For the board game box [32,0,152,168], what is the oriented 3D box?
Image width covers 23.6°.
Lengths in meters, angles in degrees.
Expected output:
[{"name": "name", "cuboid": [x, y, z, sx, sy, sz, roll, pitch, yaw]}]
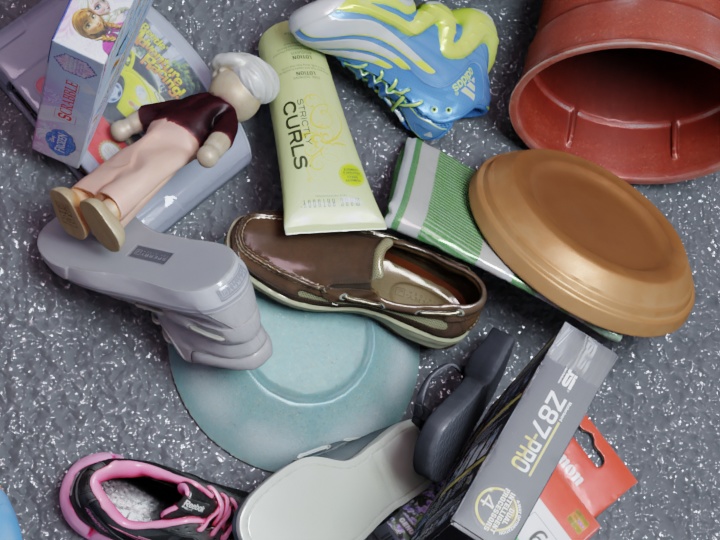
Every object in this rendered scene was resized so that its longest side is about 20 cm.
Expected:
[{"name": "board game box", "cuboid": [-0.172, -0.198, 1.226, 0.041, 0.200, 0.201, 23, 68, -7]}]

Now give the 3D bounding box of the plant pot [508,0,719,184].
[{"name": "plant pot", "cuboid": [0.227, -0.205, 1.386, 0.199, 0.201, 0.197, 14, 63, -11]}]

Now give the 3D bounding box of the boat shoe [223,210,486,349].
[{"name": "boat shoe", "cuboid": [0.001, -0.006, 1.277, 0.201, 0.075, 0.075, 16, 63, -16]}]

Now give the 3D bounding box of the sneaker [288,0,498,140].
[{"name": "sneaker", "cuboid": [0.035, -0.159, 1.352, 0.199, 0.076, 0.106, -2, 79, -36]}]

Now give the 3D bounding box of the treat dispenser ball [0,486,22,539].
[{"name": "treat dispenser ball", "cuboid": [-0.316, 0.196, 1.106, 0.199, 0.201, 0.203, 4, 73, -14]}]

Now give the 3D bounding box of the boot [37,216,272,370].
[{"name": "boot", "cuboid": [-0.151, 0.019, 1.256, 0.199, 0.096, 0.074, 19, 51, 39]}]

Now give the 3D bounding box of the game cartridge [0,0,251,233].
[{"name": "game cartridge", "cuboid": [-0.182, -0.132, 1.329, 0.133, 0.041, 0.200, -40, 87, -26]}]

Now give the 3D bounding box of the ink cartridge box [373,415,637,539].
[{"name": "ink cartridge box", "cuboid": [0.119, 0.176, 1.310, 0.199, 0.050, 0.109, -37, 85, -21]}]

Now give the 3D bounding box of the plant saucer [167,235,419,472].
[{"name": "plant saucer", "cuboid": [-0.046, 0.052, 1.309, 0.199, 0.039, 0.203, 4, 73, -13]}]

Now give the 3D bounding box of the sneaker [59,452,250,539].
[{"name": "sneaker", "cuboid": [-0.114, 0.177, 1.225, 0.198, 0.095, 0.080, 16, 69, -11]}]

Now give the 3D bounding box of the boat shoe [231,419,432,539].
[{"name": "boat shoe", "cuboid": [-0.024, 0.162, 1.235, 0.199, 0.062, 0.073, -22, 92, -45]}]

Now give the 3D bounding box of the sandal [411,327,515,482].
[{"name": "sandal", "cuboid": [0.067, 0.097, 1.268, 0.043, 0.200, 0.077, 23, 110, 9]}]

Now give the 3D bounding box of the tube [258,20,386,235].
[{"name": "tube", "cuboid": [-0.036, -0.105, 1.311, 0.058, 0.052, 0.201, -28, 50, 19]}]

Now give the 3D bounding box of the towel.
[{"name": "towel", "cuboid": [0.113, -0.025, 1.337, 0.199, 0.023, 0.153, 28, 26, -6]}]

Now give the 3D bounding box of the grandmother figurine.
[{"name": "grandmother figurine", "cuboid": [-0.136, -0.095, 1.264, 0.121, 0.061, 0.200, 26, 54, 34]}]

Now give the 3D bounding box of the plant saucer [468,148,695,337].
[{"name": "plant saucer", "cuboid": [0.178, -0.030, 1.335, 0.199, 0.038, 0.201, 23, 33, -15]}]

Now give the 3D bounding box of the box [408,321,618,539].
[{"name": "box", "cuboid": [0.093, 0.139, 1.182, 0.049, 0.200, 0.162, 31, 66, 2]}]
